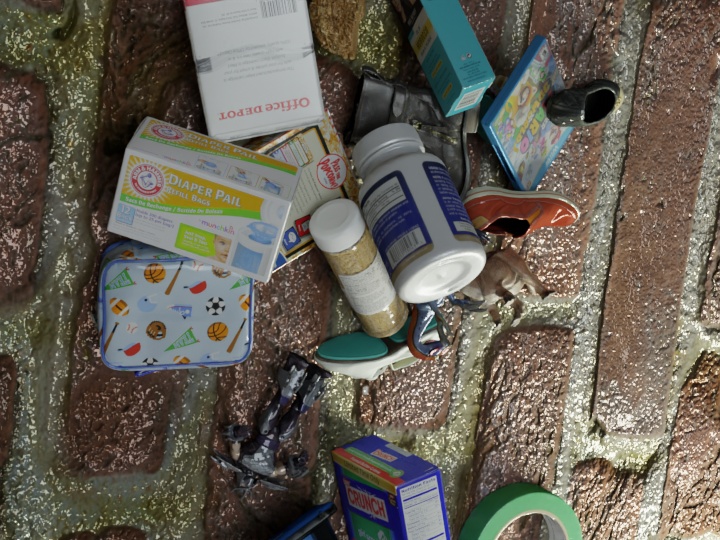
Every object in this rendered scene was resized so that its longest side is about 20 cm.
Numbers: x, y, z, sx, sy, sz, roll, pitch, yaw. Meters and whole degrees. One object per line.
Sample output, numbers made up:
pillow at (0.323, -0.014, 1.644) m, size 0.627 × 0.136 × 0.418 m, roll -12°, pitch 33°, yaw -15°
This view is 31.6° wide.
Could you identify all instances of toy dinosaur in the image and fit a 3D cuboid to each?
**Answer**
toy dinosaur at (0.184, 0.003, 1.759) m, size 0.198 × 0.086 × 0.136 m, roll -10°, pitch 61°, yaw -45°
toy dinosaur at (0.100, 0.020, 1.674) m, size 0.104 × 0.200 × 0.182 m, roll 7°, pitch 125°, yaw -46°

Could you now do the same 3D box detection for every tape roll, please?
tape roll at (0.235, 0.417, 1.877) m, size 0.198 × 0.048 × 0.204 m, roll -6°, pitch 103°, yaw -26°

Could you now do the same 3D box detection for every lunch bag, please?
lunch bag at (-0.226, 0.046, 1.534) m, size 0.197 × 0.076 × 0.163 m, roll -1°, pitch 111°, yaw -14°

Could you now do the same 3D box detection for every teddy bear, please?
teddy bear at (-0.025, -0.361, 1.558) m, size 0.066 × 0.145 × 0.203 m, roll 8°, pitch 93°, yaw 8°

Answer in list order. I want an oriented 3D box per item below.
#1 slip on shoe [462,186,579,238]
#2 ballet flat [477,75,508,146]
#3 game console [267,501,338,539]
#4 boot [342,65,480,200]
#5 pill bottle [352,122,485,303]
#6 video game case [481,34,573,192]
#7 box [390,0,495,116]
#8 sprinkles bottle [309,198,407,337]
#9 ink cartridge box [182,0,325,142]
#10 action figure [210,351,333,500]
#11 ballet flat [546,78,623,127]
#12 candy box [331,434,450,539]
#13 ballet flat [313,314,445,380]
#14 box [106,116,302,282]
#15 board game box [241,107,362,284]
slip on shoe at (0.222, -0.073, 1.749) m, size 0.198 × 0.074 × 0.062 m, roll 2°, pitch 64°, yaw -35°
ballet flat at (0.157, -0.252, 1.705) m, size 0.200 × 0.069 × 0.072 m, roll 47°, pitch 58°, yaw -26°
game console at (-0.098, 0.409, 1.669) m, size 0.199 × 0.171 × 0.119 m, roll -34°, pitch 86°, yaw -18°
boot at (0.060, -0.169, 1.668) m, size 0.171 × 0.069 × 0.203 m, roll 0°, pitch 117°, yaw -13°
pill bottle at (0.065, -0.074, 1.565) m, size 0.118 × 0.120 × 0.202 m, roll -10°, pitch 63°, yaw -25°
video game case at (0.231, -0.201, 1.715) m, size 0.144 × 0.018 × 0.200 m, roll -57°, pitch 148°, yaw -12°
box at (0.096, -0.303, 1.595) m, size 0.049 × 0.082 × 0.202 m, roll -20°, pitch 77°, yaw -19°
sprinkles bottle at (0.000, 0.000, 1.631) m, size 0.068 × 0.068 × 0.201 m, roll -41°, pitch 134°, yaw -15°
ink cartridge box at (-0.129, -0.266, 1.517) m, size 0.143 × 0.085 × 0.203 m, roll -11°, pitch 104°, yaw -5°
action figure at (-0.113, 0.207, 1.647) m, size 0.129 × 0.069 × 0.202 m, roll 28°, pitch 89°, yaw -33°
ballet flat at (0.320, -0.224, 1.759) m, size 0.199 × 0.056 × 0.067 m, roll -21°, pitch 125°, yaw -53°
candy box at (0.047, 0.341, 1.696) m, size 0.076 × 0.168 × 0.203 m, roll -17°, pitch 106°, yaw -27°
ballet flat at (0.031, 0.111, 1.709) m, size 0.198 × 0.069 × 0.070 m, roll -17°, pitch 107°, yaw -24°
box at (-0.180, -0.084, 1.478) m, size 0.197 × 0.102 × 0.114 m, roll 17°, pitch 118°, yaw -3°
board game box at (-0.101, -0.093, 1.605) m, size 0.199 × 0.046 × 0.153 m, roll -31°, pitch 112°, yaw -19°
